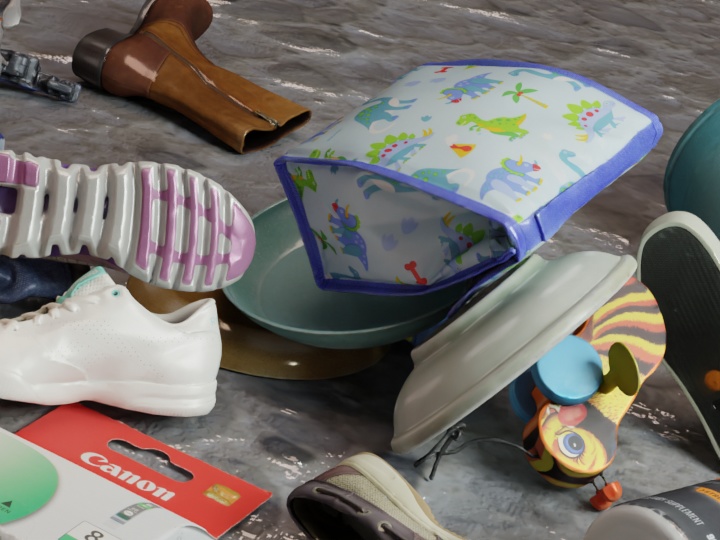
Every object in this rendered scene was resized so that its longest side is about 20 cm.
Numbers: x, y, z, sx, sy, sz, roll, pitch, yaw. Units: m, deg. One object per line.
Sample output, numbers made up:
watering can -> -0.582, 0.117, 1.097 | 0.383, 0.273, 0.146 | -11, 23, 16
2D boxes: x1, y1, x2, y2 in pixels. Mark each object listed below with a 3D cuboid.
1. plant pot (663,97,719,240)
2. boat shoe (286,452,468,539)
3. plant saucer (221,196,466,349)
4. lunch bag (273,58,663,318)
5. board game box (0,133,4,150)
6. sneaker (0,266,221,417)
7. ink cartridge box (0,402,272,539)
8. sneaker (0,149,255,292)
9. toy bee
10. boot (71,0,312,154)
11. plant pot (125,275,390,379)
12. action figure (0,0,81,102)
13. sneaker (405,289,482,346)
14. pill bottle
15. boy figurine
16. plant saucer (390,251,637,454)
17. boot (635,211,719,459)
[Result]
plant pot -> 0.370, -0.029, 1.569 | 0.200, 0.200, 0.188 | 3, 42, -20
boat shoe -> 0.029, 0.177, 1.106 | 0.065, 0.072, 0.200 | -19, 42, -29
plant saucer -> 0.000, 0.000, 1.377 | 0.200, 0.036, 0.200 | -6, 33, 4
lunch bag -> 0.077, -0.059, 1.292 | 0.200, 0.127, 0.170 | 2, 31, 45
board game box -> -0.414, -0.125, 1.545 | 0.200, 0.041, 0.200 | -6, 31, -36
sneaker -> -0.186, 0.040, 1.240 | 0.200, 0.089, 0.075 | 6, 6, -23
ink cartridge box -> -0.162, 0.124, 1.143 | 0.161, 0.050, 0.200 | 23, 29, 20
sneaker -> -0.169, -0.034, 1.298 | 0.200, 0.081, 0.088 | 10, -4, -6
toy bee -> 0.144, 0.101, 1.296 | 0.109, 0.200, 0.131 | 46, -5, 7
boot -> -0.130, -0.185, 1.778 | 0.200, 0.069, 0.188 | 24, 27, 21
plant pot -> -0.071, 0.018, 1.430 | 0.200, 0.027, 0.200 | 11, 24, -5
action figure -> -0.325, -0.222, 1.682 | 0.200, 0.105, 0.193 | 18, -11, -12
sneaker -> 0.058, 0.009, 1.468 | 0.083, 0.071, 0.200 | 34, 20, -26
pill bottle -> 0.233, 0.173, 1.162 | 0.200, 0.106, 0.106 | -8, 32, -38
boy figurine -> -0.284, 0.005, 1.313 | 0.200, 0.064, 0.124 | -2, 29, -27
plant saucer -> 0.088, 0.040, 1.268 | 0.050, 0.200, 0.200 | 51, 31, 1
boot -> 0.267, 0.039, 1.394 | 0.072, 0.200, 0.144 | -21, 8, 30
